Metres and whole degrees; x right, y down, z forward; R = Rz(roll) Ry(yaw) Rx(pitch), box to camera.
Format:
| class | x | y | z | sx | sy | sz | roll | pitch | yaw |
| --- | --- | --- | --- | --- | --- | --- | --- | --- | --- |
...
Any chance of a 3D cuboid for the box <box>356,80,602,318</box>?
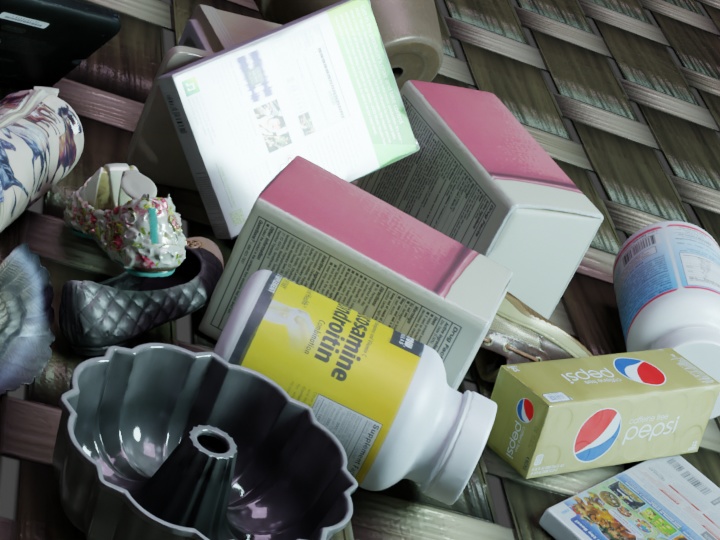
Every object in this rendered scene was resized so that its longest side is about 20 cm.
| class | x | y | z | sx | sy | sz | roll | pitch | yaw |
| --- | --- | --- | --- | --- | --- | --- | --- | --- | --- |
| box | 0.101 | -0.059 | 1.607 | 0.108 | 0.128 | 0.200 | 4 | 35 | -36 |

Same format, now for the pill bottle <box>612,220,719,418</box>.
| class | x | y | z | sx | sy | sz | roll | pitch | yaw |
| --- | --- | --- | --- | --- | --- | --- | --- | --- | --- |
| pill bottle | 0.289 | 0.046 | 1.622 | 0.108 | 0.109 | 0.200 | 21 | 28 | -10 |

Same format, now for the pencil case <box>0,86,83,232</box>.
| class | x | y | z | sx | sy | sz | roll | pitch | yaw |
| --- | --- | --- | --- | --- | --- | --- | --- | --- | --- |
| pencil case | -0.274 | -0.082 | 1.370 | 0.077 | 0.090 | 0.200 | 21 | 21 | 3 |

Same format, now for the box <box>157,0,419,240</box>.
| class | x | y | z | sx | sy | sz | roll | pitch | yaw |
| --- | --- | --- | --- | --- | --- | --- | --- | --- | --- |
| box | -0.057 | -0.130 | 1.513 | 0.199 | 0.145 | 0.036 | -26 | 15 | -25 |

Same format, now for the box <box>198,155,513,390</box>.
| class | x | y | z | sx | sy | sz | roll | pitch | yaw |
| --- | --- | --- | --- | --- | --- | --- | --- | --- | --- |
| box | -0.002 | 0.023 | 1.390 | 0.199 | 0.128 | 0.109 | 29 | 27 | 3 |

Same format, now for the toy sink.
| class | x | y | z | sx | sy | sz | roll | pitch | yaw |
| --- | --- | --- | --- | --- | --- | --- | --- | --- | --- |
| toy sink | -0.112 | -0.148 | 1.594 | 0.199 | 0.131 | 0.112 | 8 | 32 | -29 |

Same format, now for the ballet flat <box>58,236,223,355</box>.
| class | x | y | z | sx | sy | sz | roll | pitch | yaw |
| --- | --- | --- | --- | --- | --- | --- | --- | --- | --- |
| ballet flat | -0.157 | 0.008 | 1.349 | 0.066 | 0.057 | 0.200 | 6 | 20 | 22 |

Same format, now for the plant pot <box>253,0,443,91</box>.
| class | x | y | z | sx | sy | sz | roll | pitch | yaw |
| --- | --- | --- | --- | --- | --- | --- | --- | --- | --- |
| plant pot | 0.002 | -0.269 | 1.870 | 0.199 | 0.200 | 0.175 | 2 | 52 | -39 |

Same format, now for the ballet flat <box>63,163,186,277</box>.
| class | x | y | z | sx | sy | sz | roll | pitch | yaw |
| --- | --- | --- | --- | --- | --- | --- | --- | --- | --- |
| ballet flat | -0.175 | -0.047 | 1.357 | 0.075 | 0.064 | 0.200 | -6 | 15 | -25 |

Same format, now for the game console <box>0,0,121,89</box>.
| class | x | y | z | sx | sy | sz | roll | pitch | yaw |
| --- | --- | --- | --- | --- | --- | --- | --- | --- | --- |
| game console | -0.336 | -0.230 | 1.536 | 0.199 | 0.175 | 0.117 | 7 | 59 | -49 |

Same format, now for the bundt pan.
| class | x | y | z | sx | sy | sz | roll | pitch | yaw |
| --- | --- | --- | --- | --- | --- | --- | --- | --- | --- |
| bundt pan | -0.107 | 0.137 | 1.156 | 0.201 | 0.076 | 0.202 | 20 | 28 | -11 |

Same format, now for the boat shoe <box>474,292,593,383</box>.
| class | x | y | z | sx | sy | sz | roll | pitch | yaw |
| --- | --- | --- | --- | --- | --- | --- | --- | --- | --- |
| boat shoe | 0.121 | 0.060 | 1.503 | 0.200 | 0.072 | 0.072 | 32 | 3 | -39 |

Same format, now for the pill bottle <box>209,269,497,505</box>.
| class | x | y | z | sx | sy | sz | roll | pitch | yaw |
| --- | --- | --- | --- | --- | --- | --- | --- | --- | --- |
| pill bottle | -0.009 | 0.088 | 1.288 | 0.199 | 0.112 | 0.112 | 25 | 27 | -1 |

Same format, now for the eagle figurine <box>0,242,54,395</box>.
| class | x | y | z | sx | sy | sz | roll | pitch | yaw |
| --- | --- | --- | --- | --- | --- | --- | --- | --- | --- |
| eagle figurine | -0.284 | 0.022 | 1.187 | 0.200 | 0.150 | 0.153 | 163 | -95 | -84 |

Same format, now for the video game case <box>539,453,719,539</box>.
| class | x | y | z | sx | sy | sz | roll | pitch | yaw |
| --- | --- | --- | --- | --- | --- | --- | --- | --- | --- |
| video game case | 0.244 | 0.210 | 1.397 | 0.143 | 0.018 | 0.199 | 41 | 30 | 25 |

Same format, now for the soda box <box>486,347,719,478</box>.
| class | x | y | z | sx | sy | sz | roll | pitch | yaw |
| --- | --- | --- | --- | --- | --- | --- | --- | --- | --- |
| soda box | 0.195 | 0.113 | 1.450 | 0.199 | 0.068 | 0.064 | -3 | 29 | -37 |
